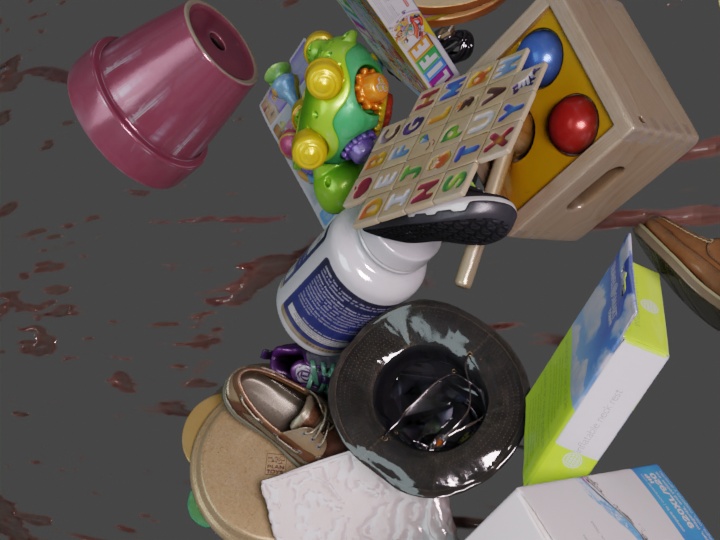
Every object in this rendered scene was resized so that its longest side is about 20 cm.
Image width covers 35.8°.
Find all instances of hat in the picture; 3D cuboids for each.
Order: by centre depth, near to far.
[{"bbox_3d":[0.072,0.132,1.094,0.198,0.081,0.203,-6,65,12],"label":"hat"}]

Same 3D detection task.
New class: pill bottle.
[{"bbox_3d":[0.000,0.000,1.147,0.200,0.110,0.112,-45,57,50],"label":"pill bottle"}]

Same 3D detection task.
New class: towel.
[{"bbox_3d":[0.010,0.283,1.139,0.189,0.032,0.202,-19,80,14],"label":"towel"}]

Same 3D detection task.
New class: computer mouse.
[{"bbox_3d":[0.084,-0.146,1.138,0.109,0.044,0.202,-22,67,40],"label":"computer mouse"}]

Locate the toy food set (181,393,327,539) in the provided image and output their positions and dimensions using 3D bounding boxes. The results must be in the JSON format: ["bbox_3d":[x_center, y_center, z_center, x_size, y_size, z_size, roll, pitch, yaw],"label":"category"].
[{"bbox_3d":[-0.095,0.221,1.230,0.049,0.198,0.200,103,157,-65],"label":"toy food set"}]

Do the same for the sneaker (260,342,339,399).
[{"bbox_3d":[-0.024,0.126,1.209,0.199,0.087,0.075,17,101,47],"label":"sneaker"}]

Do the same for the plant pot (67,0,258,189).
[{"bbox_3d":[-0.233,-0.232,1.392,0.178,0.199,0.202,-33,64,25],"label":"plant pot"}]

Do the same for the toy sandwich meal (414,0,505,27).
[{"bbox_3d":[0.079,-0.332,1.082,0.070,0.203,0.207,89,160,-64],"label":"toy sandwich meal"}]

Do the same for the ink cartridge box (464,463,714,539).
[{"bbox_3d":[0.181,0.263,0.897,0.148,0.199,0.145,-53,53,31],"label":"ink cartridge box"}]

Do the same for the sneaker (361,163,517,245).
[{"bbox_3d":[0.060,-0.071,0.952,0.199,0.071,0.084,4,79,58],"label":"sneaker"}]

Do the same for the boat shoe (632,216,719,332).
[{"bbox_3d":[0.298,0.011,0.886,0.068,0.072,0.200,-41,46,4],"label":"boat shoe"}]

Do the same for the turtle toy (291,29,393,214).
[{"bbox_3d":[-0.021,-0.155,1.180,0.146,0.100,0.202,-97,17,-63],"label":"turtle toy"}]

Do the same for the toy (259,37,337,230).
[{"bbox_3d":[-0.065,-0.161,1.294,0.115,0.047,0.201,-49,55,35],"label":"toy"}]

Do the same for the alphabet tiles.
[{"bbox_3d":[0.067,-0.111,0.940,0.199,0.006,0.167,-15,40,49],"label":"alphabet tiles"}]

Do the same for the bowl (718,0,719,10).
[{"bbox_3d":[0.366,-0.218,0.793,0.199,0.094,0.203,-2,87,47],"label":"bowl"}]

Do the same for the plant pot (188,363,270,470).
[{"bbox_3d":[-0.141,0.214,1.331,0.200,0.092,0.204,-1,89,47],"label":"plant pot"}]

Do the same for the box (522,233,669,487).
[{"bbox_3d":[0.198,0.083,0.936,0.122,0.047,0.201,-75,9,-56],"label":"box"}]

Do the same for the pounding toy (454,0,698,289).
[{"bbox_3d":[0.159,-0.112,0.979,0.200,0.141,0.186,-43,59,38],"label":"pounding toy"}]

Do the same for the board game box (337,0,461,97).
[{"bbox_3d":[0.026,-0.231,1.043,0.034,0.200,0.135,-43,50,2],"label":"board game box"}]

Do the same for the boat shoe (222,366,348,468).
[{"bbox_3d":[-0.058,0.166,1.186,0.076,0.199,0.072,-63,2,-23],"label":"boat shoe"}]
